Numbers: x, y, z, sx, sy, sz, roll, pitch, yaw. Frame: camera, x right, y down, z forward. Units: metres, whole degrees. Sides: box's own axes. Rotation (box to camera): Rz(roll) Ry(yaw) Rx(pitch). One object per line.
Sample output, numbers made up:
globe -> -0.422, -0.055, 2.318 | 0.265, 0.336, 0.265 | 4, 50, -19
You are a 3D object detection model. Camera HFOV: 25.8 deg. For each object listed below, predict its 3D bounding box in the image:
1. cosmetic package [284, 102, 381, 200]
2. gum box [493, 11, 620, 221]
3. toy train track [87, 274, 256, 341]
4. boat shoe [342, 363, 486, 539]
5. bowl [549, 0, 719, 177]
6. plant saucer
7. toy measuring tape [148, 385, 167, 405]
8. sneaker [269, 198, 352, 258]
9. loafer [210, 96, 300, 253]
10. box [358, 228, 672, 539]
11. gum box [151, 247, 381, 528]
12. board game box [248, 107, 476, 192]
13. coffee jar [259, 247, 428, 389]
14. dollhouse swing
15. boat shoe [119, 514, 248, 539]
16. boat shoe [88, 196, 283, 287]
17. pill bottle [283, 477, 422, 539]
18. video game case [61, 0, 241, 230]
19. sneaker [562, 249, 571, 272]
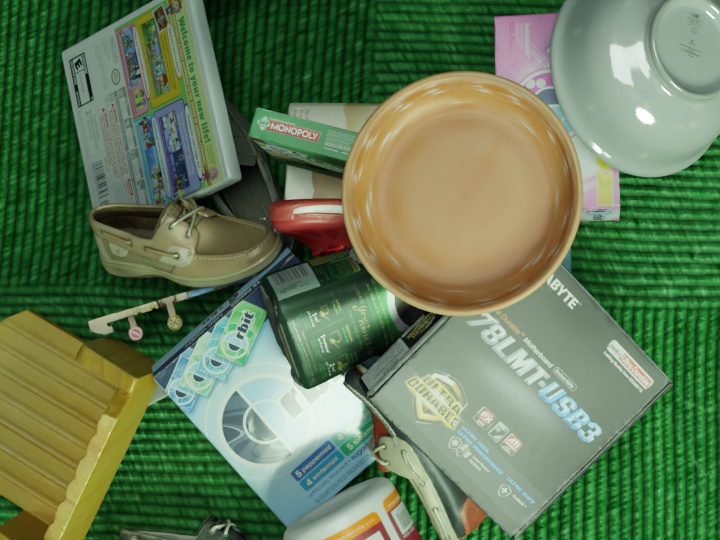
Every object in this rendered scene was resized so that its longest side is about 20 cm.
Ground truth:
cosmetic package -> 0.031, -0.103, 1.500 | 0.198, 0.071, 0.106 | 0, 81, 8
gum box -> 0.186, -0.149, 1.488 | 0.112, 0.066, 0.202 | -2, 80, 9
toy train track -> -0.158, 0.034, 1.493 | 0.198, 0.115, 0.033 | -17, 92, -5
boat shoe -> 0.044, 0.166, 1.425 | 0.062, 0.071, 0.200 | -40, 109, 2
bowl -> 0.278, -0.191, 1.423 | 0.199, 0.090, 0.203 | 4, 80, -26
plant saucer -> 0.084, -0.062, 1.297 | 0.198, 0.037, 0.202 | -1, 84, 8
toy measuring tape -> -0.140, 0.081, 1.495 | 0.199, 0.074, 0.074 | -25, 78, 3
sneaker -> 0.000, 0.000, 1.442 | 0.199, 0.078, 0.117 | 9, 85, -33
loafer -> -0.121, -0.099, 1.522 | 0.070, 0.070, 0.201 | -33, 78, 1
box -> 0.134, 0.096, 1.357 | 0.198, 0.050, 0.200 | -44, 108, 3
gum box -> -0.065, 0.111, 1.449 | 0.170, 0.045, 0.200 | -41, 106, 0
board game box -> 0.009, -0.096, 1.397 | 0.198, 0.135, 0.029 | 15, 87, 9
coffee jar -> 0.018, 0.020, 1.380 | 0.198, 0.085, 0.105 | -21, 116, -8
dollhouse swing -> -0.307, 0.144, 1.458 | 0.175, 0.182, 0.201 | 27, 93, 3
boat shoe -> -0.139, 0.264, 1.462 | 0.198, 0.072, 0.072 | -4, 84, 10
boat shoe -> -0.168, -0.031, 1.466 | 0.198, 0.065, 0.072 | 0, 39, 25
pill bottle -> 0.022, 0.297, 1.404 | 0.112, 0.113, 0.201 | -28, 90, 3
video game case -> -0.206, -0.153, 1.529 | 0.181, 0.022, 0.202 | -21, 76, 33
sneaker -> 0.128, 0.067, 1.456 | 0.129, 0.080, 0.202 | 4, 71, 7
